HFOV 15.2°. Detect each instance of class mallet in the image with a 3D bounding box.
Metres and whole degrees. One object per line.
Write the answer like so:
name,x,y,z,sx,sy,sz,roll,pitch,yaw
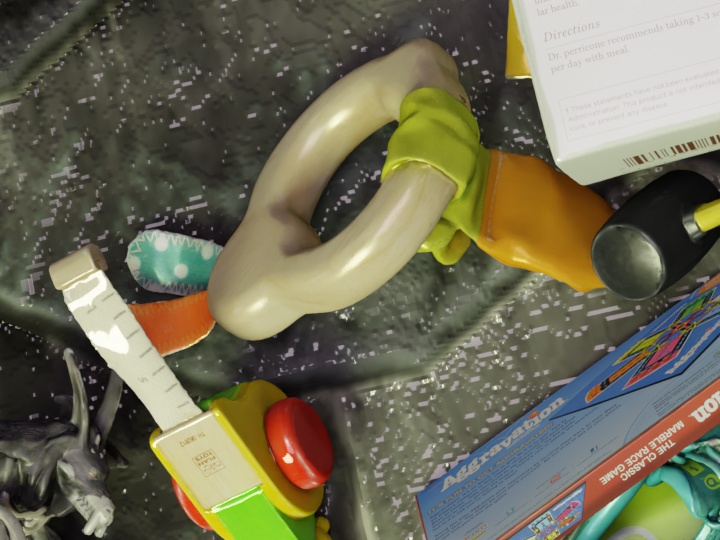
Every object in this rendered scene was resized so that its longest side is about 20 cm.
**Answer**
mallet,0.188,-0.043,1.130,0.200,0.066,0.041,-25,99,34

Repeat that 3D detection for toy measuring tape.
toy measuring tape,-0.068,0.057,1.186,0.073,0.074,0.200,-31,114,7

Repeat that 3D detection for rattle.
rattle,0.000,0.000,1.218,0.200,0.143,0.130,-44,48,21

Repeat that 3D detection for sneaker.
sneaker,0.160,0.086,1.159,0.078,0.080,0.200,45,95,9

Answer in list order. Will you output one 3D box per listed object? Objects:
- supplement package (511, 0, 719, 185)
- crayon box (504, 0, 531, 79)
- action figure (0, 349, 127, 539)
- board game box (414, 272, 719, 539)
supplement package,0.116,-0.148,1.106,0.116,0.117,0.201,-14,85,10
crayon box,0.167,-0.140,1.182,0.199,0.051,0.128,4,88,10
action figure,-0.155,0.136,1.193,0.102,0.119,0.200,45,106,24
board game box,0.112,0.063,1.159,0.200,0.103,0.019,-37,107,7
